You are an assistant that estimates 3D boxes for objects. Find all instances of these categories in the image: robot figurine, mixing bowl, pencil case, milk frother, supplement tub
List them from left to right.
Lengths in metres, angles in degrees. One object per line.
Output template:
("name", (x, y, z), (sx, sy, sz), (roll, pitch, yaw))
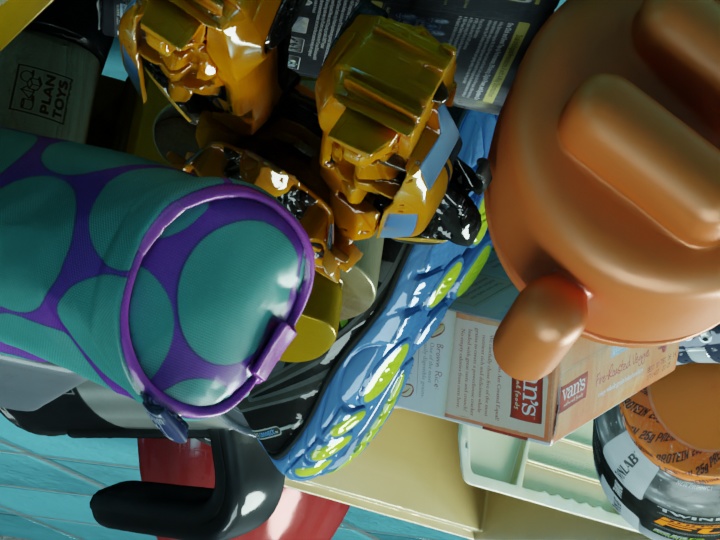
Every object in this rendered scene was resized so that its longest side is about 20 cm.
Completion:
("pencil case", (-0.112, -0.003, 0.988), (0.199, 0.085, 0.093), (15, 148, 42))
("milk frother", (-0.081, 0.042, 1.616), (0.187, 0.181, 0.200), (-2, -153, 45))
("mixing bowl", (-0.098, 0.196, 2.341), (0.199, 0.109, 0.200), (9, 167, 2))
("robot figurine", (-0.025, -0.052, 0.952), (0.144, 0.058, 0.200), (30, 166, 6))
("robot figurine", (0.103, -0.037, 0.978), (0.116, 0.145, 0.200), (0, 169, -3))
("supplement tub", (0.187, 0.081, 1.536), (0.122, 0.123, 0.200), (8, 168, 7))

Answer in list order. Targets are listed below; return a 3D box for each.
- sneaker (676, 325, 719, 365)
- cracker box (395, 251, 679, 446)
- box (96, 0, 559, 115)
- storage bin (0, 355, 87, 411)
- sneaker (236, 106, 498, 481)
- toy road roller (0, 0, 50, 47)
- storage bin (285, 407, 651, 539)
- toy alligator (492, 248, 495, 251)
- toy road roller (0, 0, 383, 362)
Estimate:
("sneaker", (0.178, 0.019, 1.376), (0.199, 0.071, 0.108), (5, 174, -10))
("cracker box", (0.035, 0.018, 1.329), (0.199, 0.058, 0.134), (13, -161, 30))
("box", (-0.011, -0.113, 0.976), (0.160, 0.049, 0.200), (12, 167, -1))
("storage bin", (-0.179, -0.012, 1.372), (0.145, 0.135, 0.200), (13, 167, -15))
("sneaker", (0.000, 0.000, 1.225), (0.083, 0.200, 0.071), (41, -153, 18))
("toy road roller", (-0.206, -0.120, 0.959), (0.200, 0.147, 0.123), (-38, 143, 20))
("storage bin", (0.074, 0.113, 1.847), (0.198, 0.094, 0.199), (18, 166, -35))
("toy alligator", (-0.022, -0.049, 1.282), (0.199, 0.060, 0.054), (13, -152, -13))
("toy road roller", (-0.096, -0.030, 1.180), (0.199, 0.124, 0.146), (16, 153, -14))
